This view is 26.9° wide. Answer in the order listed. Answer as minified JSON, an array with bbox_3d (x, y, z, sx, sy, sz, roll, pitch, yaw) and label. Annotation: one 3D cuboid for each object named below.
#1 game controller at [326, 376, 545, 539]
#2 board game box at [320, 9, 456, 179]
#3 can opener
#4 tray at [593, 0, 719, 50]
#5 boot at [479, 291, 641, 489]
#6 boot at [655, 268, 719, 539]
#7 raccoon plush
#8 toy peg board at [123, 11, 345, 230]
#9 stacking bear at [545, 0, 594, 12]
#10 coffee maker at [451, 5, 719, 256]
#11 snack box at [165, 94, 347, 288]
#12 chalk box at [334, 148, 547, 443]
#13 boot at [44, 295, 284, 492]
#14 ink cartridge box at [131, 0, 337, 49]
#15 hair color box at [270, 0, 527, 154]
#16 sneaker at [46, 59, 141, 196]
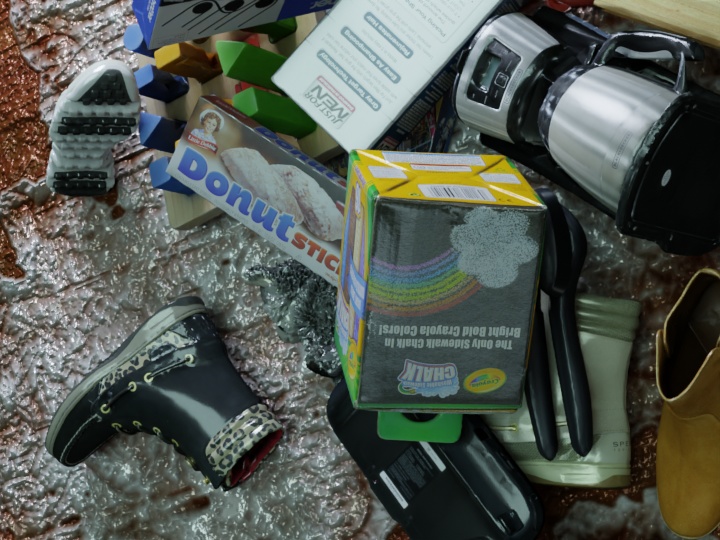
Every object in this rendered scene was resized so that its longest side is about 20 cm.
[{"bbox_3d":[0.053,0.145,1.149,0.104,0.042,0.200,-50,62,26],"label":"game controller"},{"bbox_3d":[0.011,-0.125,1.268,0.135,0.035,0.201,16,93,26],"label":"board game box"},{"bbox_3d":[0.136,0.040,1.110,0.063,0.079,0.201,-4,91,34],"label":"can opener"},{"bbox_3d":[0.271,-0.173,1.081,0.199,0.099,0.037,20,104,11],"label":"tray"},{"bbox_3d":[0.119,0.086,1.180,0.199,0.072,0.155,4,86,25],"label":"boot"},{"bbox_3d":[0.236,0.098,1.079,0.071,0.144,0.202,13,92,27],"label":"boot"},{"bbox_3d":[0.000,0.000,1.233,0.200,0.097,0.134,-44,65,17],"label":"raccoon plush"},{"bbox_3d":[-0.129,-0.167,1.280,0.199,0.098,0.201,-24,70,31],"label":"toy peg board"},{"bbox_3d":[0.165,-0.304,1.170,0.121,0.114,0.201,-10,92,-18],"label":"stacking bear"},{"bbox_3d":[0.190,-0.098,1.120,0.135,0.192,0.200,-49,47,-2],"label":"coffee maker"},{"bbox_3d":[-0.056,-0.056,1.171,0.200,0.024,0.072,34,113,15],"label":"snack box"},{"bbox_3d":[0.051,0.026,1.082,0.124,0.124,0.201,3,111,-10],"label":"chalk box"},{"bbox_3d":[-0.173,0.141,1.316,0.204,0.073,0.154,-45,71,16],"label":"boot"},{"bbox_3d":[-0.072,-0.232,1.169,0.199,0.094,0.044,-17,74,-21],"label":"ink cartridge box"},{"bbox_3d":[0.037,-0.185,1.159,0.100,0.061,0.200,44,98,13],"label":"hair color box"},{"bbox_3d":[-0.241,-0.139,1.329,0.200,0.075,0.081,133,137,-59],"label":"sneaker"}]
